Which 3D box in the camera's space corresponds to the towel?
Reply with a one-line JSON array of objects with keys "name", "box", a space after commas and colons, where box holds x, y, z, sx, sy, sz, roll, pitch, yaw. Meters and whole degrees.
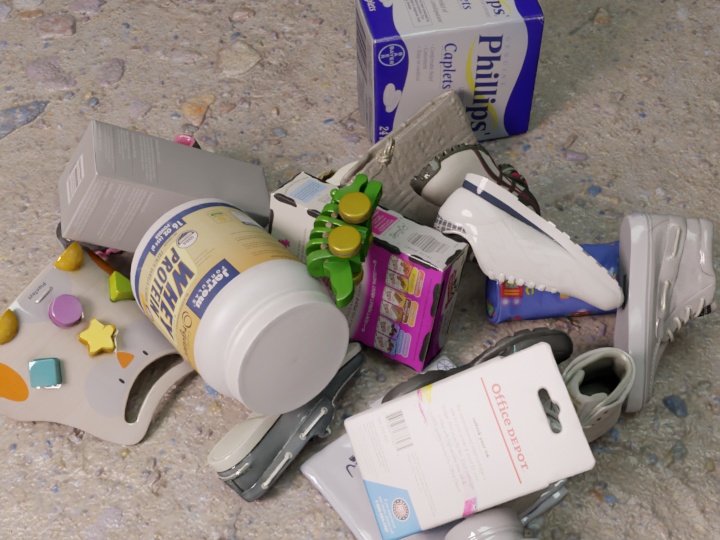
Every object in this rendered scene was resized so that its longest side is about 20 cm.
[{"name": "towel", "box": [0.066, -0.096, 1.129, 0.200, 0.133, 0.034, -41, 27, -27]}]

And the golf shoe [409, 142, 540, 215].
[{"name": "golf shoe", "box": [0.136, -0.077, 1.081, 0.200, 0.077, 0.088, 10, 41, -49]}]

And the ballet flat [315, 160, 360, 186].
[{"name": "ballet flat", "box": [0.033, -0.108, 1.169, 0.200, 0.069, 0.070, -16, 55, -11]}]

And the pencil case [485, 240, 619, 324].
[{"name": "pencil case", "box": [0.226, 0.007, 1.072, 0.200, 0.078, 0.087, -4, 78, -4]}]

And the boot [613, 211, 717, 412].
[{"name": "boot", "box": [0.306, 0.043, 1.002, 0.095, 0.074, 0.200, 2, 94, 1]}]

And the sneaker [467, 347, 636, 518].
[{"name": "sneaker", "box": [0.171, 0.143, 0.927, 0.200, 0.116, 0.074, -36, 64, -23]}]

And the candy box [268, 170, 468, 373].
[{"name": "candy box", "box": [0.000, 0.000, 1.037, 0.200, 0.136, 0.061, 25, 40, 19]}]

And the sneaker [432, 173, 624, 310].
[{"name": "sneaker", "box": [0.168, -0.013, 1.006, 0.200, 0.076, 0.081, 35, 92, 9]}]

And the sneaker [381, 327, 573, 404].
[{"name": "sneaker", "box": [0.122, 0.121, 0.981, 0.200, 0.075, 0.079, -23, 65, -8]}]

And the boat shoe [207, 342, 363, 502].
[{"name": "boat shoe", "box": [-0.062, 0.146, 0.999, 0.200, 0.073, 0.062, -41, 106, -33]}]

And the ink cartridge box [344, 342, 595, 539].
[{"name": "ink cartridge box", "box": [0.099, 0.149, 0.881, 0.200, 0.068, 0.115, -25, 75, 21]}]

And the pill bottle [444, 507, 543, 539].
[{"name": "pill bottle", "box": [0.138, 0.301, 0.837, 0.111, 0.111, 0.200, -16, 54, -11]}]

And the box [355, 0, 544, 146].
[{"name": "box", "box": [0.100, -0.247, 1.197, 0.200, 0.184, 0.105, -11, 53, -7]}]

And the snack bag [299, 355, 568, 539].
[{"name": "snack bag", "box": [0.066, 0.195, 0.971, 0.200, 0.021, 0.189, -31, 60, -20]}]

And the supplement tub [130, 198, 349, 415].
[{"name": "supplement tub", "box": [-0.117, 0.033, 0.973, 0.144, 0.144, 0.200, -32, 46, -21]}]

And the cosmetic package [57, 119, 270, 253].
[{"name": "cosmetic package", "box": [-0.204, -0.073, 1.070, 0.200, 0.107, 0.090, 12, 45, -34]}]

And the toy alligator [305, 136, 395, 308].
[{"name": "toy alligator", "box": [-0.014, -0.052, 0.949, 0.054, 0.059, 0.200, 10, 56, 9]}]

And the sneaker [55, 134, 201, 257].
[{"name": "sneaker", "box": [-0.258, -0.091, 1.142, 0.200, 0.095, 0.079, -33, 61, -20]}]

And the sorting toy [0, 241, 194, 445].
[{"name": "sorting toy", "box": [-0.264, 0.082, 1.030, 0.180, 0.107, 0.200, 35, 59, 1]}]
